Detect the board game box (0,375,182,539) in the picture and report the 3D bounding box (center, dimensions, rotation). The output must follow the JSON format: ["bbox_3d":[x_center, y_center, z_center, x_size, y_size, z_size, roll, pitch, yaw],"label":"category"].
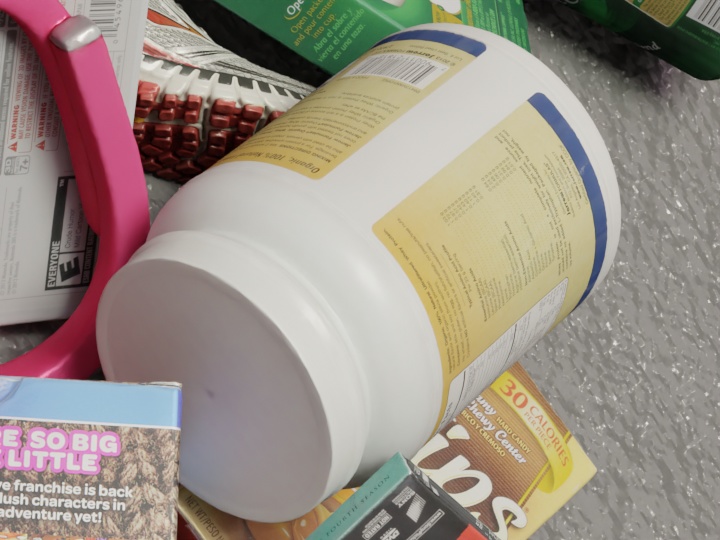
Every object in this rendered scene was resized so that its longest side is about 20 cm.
[{"bbox_3d":[-0.151,0.146,1.078,0.159,0.097,0.201,4,67,-6],"label":"board game box"}]

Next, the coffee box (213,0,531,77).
[{"bbox_3d":[-0.008,-0.136,1.339,0.200,0.044,0.123,31,28,-23],"label":"coffee box"}]

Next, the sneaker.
[{"bbox_3d":[-0.092,-0.098,1.270,0.199,0.078,0.082,20,59,-27],"label":"sneaker"}]

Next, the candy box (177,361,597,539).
[{"bbox_3d":[0.002,0.101,1.267,0.200,0.055,0.116,-38,93,-39],"label":"candy box"}]

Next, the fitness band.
[{"bbox_3d":[-0.157,-0.028,1.151,0.143,0.037,0.201,-29,125,-23],"label":"fitness band"}]

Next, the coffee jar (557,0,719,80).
[{"bbox_3d":[0.109,-0.175,1.423,0.200,0.085,0.104,27,14,-26],"label":"coffee jar"}]

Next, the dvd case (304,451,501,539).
[{"bbox_3d":[0.028,0.179,1.185,0.200,0.146,0.022,41,9,-31],"label":"dvd case"}]

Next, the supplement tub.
[{"bbox_3d":[0.000,0.000,1.193,0.200,0.144,0.145,-39,95,-40],"label":"supplement tub"}]

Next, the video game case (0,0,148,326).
[{"bbox_3d":[-0.171,-0.069,1.160,0.181,0.023,0.201,-6,115,-36],"label":"video game case"}]
